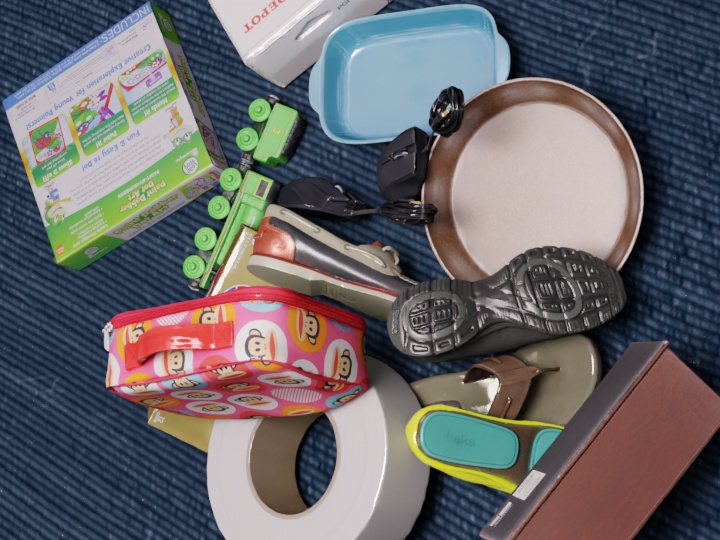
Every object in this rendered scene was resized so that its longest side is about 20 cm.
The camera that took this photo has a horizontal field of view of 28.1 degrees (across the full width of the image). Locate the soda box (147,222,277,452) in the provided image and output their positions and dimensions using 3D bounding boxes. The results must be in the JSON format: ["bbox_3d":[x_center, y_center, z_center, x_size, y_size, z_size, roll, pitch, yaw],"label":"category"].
[{"bbox_3d":[-0.125,0.061,1.323,0.064,0.068,0.202,26,91,-9],"label":"soda box"}]

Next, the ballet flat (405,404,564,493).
[{"bbox_3d":[0.129,0.156,1.188,0.198,0.067,0.068,17,75,-8],"label":"ballet flat"}]

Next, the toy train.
[{"bbox_3d":[-0.109,-0.069,1.372,0.056,0.042,0.202,22,89,16],"label":"toy train"}]

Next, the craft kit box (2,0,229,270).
[{"bbox_3d":[-0.248,-0.134,1.447,0.199,0.048,0.199,-29,66,17],"label":"craft kit box"}]

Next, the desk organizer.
[{"bbox_3d":[0.191,0.156,1.119,0.077,0.072,0.200,42,80,-5],"label":"desk organizer"}]

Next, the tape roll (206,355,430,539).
[{"bbox_3d":[-0.039,0.164,1.250,0.201,0.071,0.205,-11,71,35],"label":"tape roll"}]

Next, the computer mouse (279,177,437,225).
[{"bbox_3d":[-0.003,-0.063,1.273,0.199,0.058,0.034,8,84,48],"label":"computer mouse"}]

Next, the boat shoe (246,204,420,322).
[{"bbox_3d":[0.000,0.000,1.265,0.198,0.071,0.063,18,70,1],"label":"boat shoe"}]

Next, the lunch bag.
[{"bbox_3d":[-0.110,0.069,1.172,0.198,0.175,0.083,-12,71,34],"label":"lunch bag"}]

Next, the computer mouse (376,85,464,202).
[{"bbox_3d":[0.047,-0.108,1.234,0.034,0.200,0.059,10,68,-12],"label":"computer mouse"}]

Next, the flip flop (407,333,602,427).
[{"bbox_3d":[0.110,0.105,1.221,0.198,0.057,0.082,-15,73,22],"label":"flip flop"}]

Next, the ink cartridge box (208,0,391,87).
[{"bbox_3d":[-0.081,-0.302,1.381,0.145,0.085,0.201,-36,65,14],"label":"ink cartridge box"}]

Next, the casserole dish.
[{"bbox_3d":[0.048,-0.175,1.320,0.198,0.039,0.123,-4,77,23],"label":"casserole dish"}]

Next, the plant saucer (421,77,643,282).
[{"bbox_3d":[0.149,-0.063,1.235,0.198,0.034,0.203,1,92,24],"label":"plant saucer"}]

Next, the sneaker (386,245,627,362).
[{"bbox_3d":[0.121,0.033,1.196,0.197,0.091,0.077,-8,73,4],"label":"sneaker"}]
